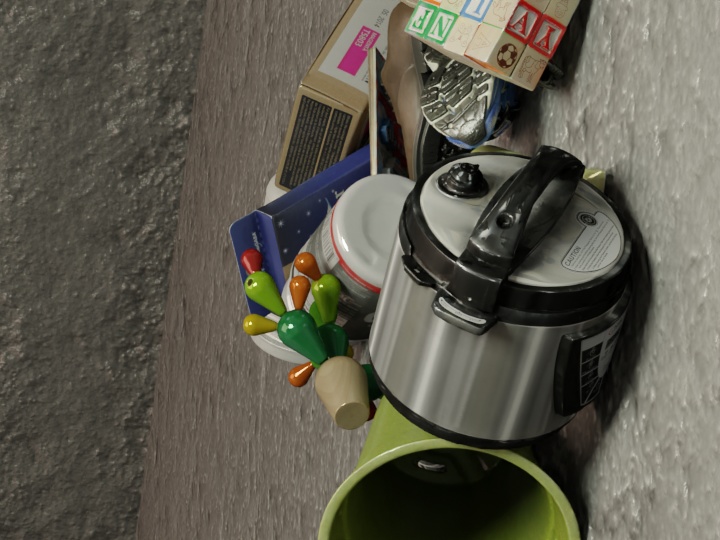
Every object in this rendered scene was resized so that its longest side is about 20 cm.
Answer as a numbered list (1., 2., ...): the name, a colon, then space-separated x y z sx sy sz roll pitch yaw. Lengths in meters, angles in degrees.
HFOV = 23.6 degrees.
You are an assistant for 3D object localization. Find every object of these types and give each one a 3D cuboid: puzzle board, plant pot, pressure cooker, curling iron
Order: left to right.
1. puzzle board: 0.038 -0.125 1.734 0.200 0.017 0.151 36 -129 -73
2. plant pot: 0.071 0.172 1.388 0.190 0.200 0.200 -84 5 -64
3. curling iron: 0.112 -0.213 1.467 0.026 0.050 0.200 -51 43 15
4. pressure cooker: 0.102 0.009 1.251 0.176 0.179 0.200 -114 29 -46

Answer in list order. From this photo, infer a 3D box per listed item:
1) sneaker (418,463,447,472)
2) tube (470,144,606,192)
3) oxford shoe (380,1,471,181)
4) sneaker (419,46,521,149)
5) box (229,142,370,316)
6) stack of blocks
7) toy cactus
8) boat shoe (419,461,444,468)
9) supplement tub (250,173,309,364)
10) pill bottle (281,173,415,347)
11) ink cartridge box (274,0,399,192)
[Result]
1. sneaker: 0.057 0.160 1.595 0.071 0.083 0.200 111 161 -46
2. tube: 0.145 -0.060 1.393 0.058 0.052 0.200 53 171 -23
3. oxford shoe: 0.061 -0.161 1.638 0.084 0.073 0.200 20 118 50
4. sneaker: 0.106 -0.151 1.497 0.079 0.089 0.200 -32 20 19
5. box: -0.037 -0.036 1.738 0.032 0.200 0.121 25 137 44
6. stack of blocks: 0.089 -0.234 1.421 0.200 0.059 0.115 32 96 50
7. toy cactus: -0.033 0.078 1.504 0.200 0.102 0.165 53 -170 -35
8. boat shoe: 0.051 0.086 1.494 0.071 0.072 0.200 -35 -53 -55
9. supplement tub: -0.052 -0.008 1.972 0.140 0.140 0.200 -109 27 -58
10. pill bottle: 0.000 0.000 1.615 0.200 0.114 0.114 130 142 -60
11. ink cartridge box: -0.010 -0.190 1.823 0.200 0.075 0.165 -61 -6 -38
